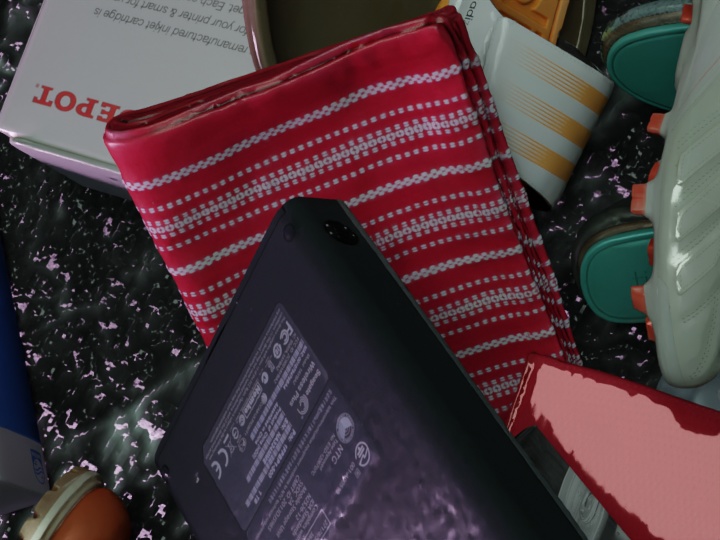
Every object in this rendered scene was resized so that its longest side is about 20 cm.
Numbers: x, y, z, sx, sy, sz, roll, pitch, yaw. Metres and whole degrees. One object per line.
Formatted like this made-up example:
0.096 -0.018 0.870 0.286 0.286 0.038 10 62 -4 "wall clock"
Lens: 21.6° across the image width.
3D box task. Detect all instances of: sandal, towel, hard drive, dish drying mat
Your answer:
0.070 -0.095 0.758 0.059 0.079 0.209 12 87 46 "sandal"
0.000 0.000 0.744 0.143 0.201 0.023 -18 35 9 "towel"
0.000 0.091 0.674 0.200 0.033 0.140 55 128 38 "hard drive"
0.146 0.098 0.726 0.199 0.018 0.077 19 84 17 "dish drying mat"

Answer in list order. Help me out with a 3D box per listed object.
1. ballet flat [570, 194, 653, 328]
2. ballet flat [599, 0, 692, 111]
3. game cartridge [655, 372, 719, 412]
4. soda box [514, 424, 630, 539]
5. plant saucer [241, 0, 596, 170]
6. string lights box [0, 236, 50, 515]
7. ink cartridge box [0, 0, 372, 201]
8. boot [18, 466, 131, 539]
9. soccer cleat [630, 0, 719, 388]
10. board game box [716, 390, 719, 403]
0.183 -0.014 0.751 0.198 0.068 0.069 2 113 18 "ballet flat"
0.201 -0.095 0.780 0.198 0.074 0.075 9 78 15 "ballet flat"
0.189 0.122 0.736 0.199 0.042 0.134 24 79 19 "game cartridge"
0.095 0.161 0.698 0.200 0.071 0.063 50 132 6 "soda box"
0.024 -0.123 0.770 0.029 0.199 0.202 11 77 47 "plant saucer"
-0.213 0.018 0.853 0.102 0.059 0.202 -18 72 11 "string lights box"
-0.051 -0.122 0.831 0.145 0.084 0.202 17 82 22 "ink cartridge box"
-0.108 0.186 0.781 0.106 0.075 0.202 11 87 14 "boot"
0.148 -0.053 0.702 0.077 0.069 0.202 7 72 19 "soccer cleat"
0.221 0.119 0.670 0.133 0.034 0.202 -16 89 -8 "board game box"
